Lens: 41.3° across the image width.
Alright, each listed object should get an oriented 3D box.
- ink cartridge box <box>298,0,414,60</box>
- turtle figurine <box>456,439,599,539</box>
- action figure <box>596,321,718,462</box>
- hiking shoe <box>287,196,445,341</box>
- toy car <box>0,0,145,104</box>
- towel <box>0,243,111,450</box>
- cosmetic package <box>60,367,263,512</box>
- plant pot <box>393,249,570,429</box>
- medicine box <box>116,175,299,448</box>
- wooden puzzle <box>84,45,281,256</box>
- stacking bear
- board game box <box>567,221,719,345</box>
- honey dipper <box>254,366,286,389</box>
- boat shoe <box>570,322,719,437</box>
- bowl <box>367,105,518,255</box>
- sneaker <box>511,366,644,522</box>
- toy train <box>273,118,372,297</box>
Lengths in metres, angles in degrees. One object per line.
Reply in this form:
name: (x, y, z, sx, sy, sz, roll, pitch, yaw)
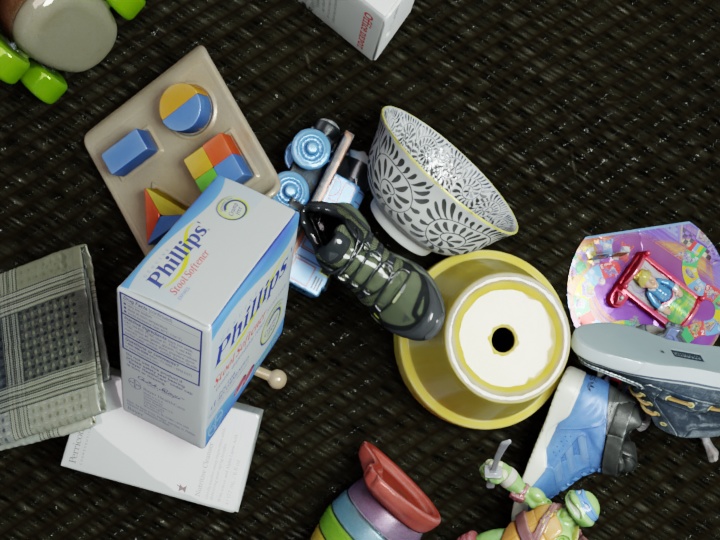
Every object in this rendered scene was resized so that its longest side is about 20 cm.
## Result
ink cartridge box: (-0.031, -0.349, 1.080, 0.199, 0.146, 0.085, 38, 82, -1)
turtle figurine: (0.139, 0.275, 0.972, 0.194, 0.199, 0.145, -42, 74, 19)
action figure: (0.341, 0.138, 1.100, 0.192, 0.105, 0.201, 31, 121, -3)
hiking shoe: (0.000, 0.000, 0.971, 0.200, 0.100, 0.076, 44, 108, 30)
toy car: (-0.374, -0.322, 1.065, 0.164, 0.158, 0.200, -44, 78, 5)
towel: (-0.359, 0.089, 1.039, 0.198, 0.034, 0.195, -18, 72, 20)
cosmetic package: (-0.216, 0.184, 1.059, 0.197, 0.081, 0.115, 13, 86, -3)
plant pot: (0.140, 0.074, 1.035, 0.197, 0.189, 0.204, 0, 85, -2)
medicine box: (-0.155, 0.043, 0.976, 0.102, 0.201, 0.183, 24, 48, 10)
wooden puzzle: (-0.207, -0.123, 1.061, 0.184, 0.046, 0.202, -33, 78, 15)
stacking bear: (-0.015, 0.311, 1.051, 0.113, 0.121, 0.201, 40, 93, -9)
board game box: (0.346, 0.028, 1.124, 0.197, 0.039, 0.161, -8, 86, -3)
honey dipper: (-0.176, 0.089, 1.094, 0.198, 0.038, 0.038, 22, 84, -5)
boat shoe: (0.305, 0.120, 0.993, 0.197, 0.071, 0.092, 12, 119, -5)
bowl: (0.072, -0.081, 1.064, 0.201, 0.201, 0.094, 43, 110, 1)
sneaker: (0.245, 0.217, 1.056, 0.110, 0.077, 0.203, 22, 104, 16)
toy train: (-0.056, -0.070, 1.091, 0.113, 0.087, 0.202, 28, 82, -10)
